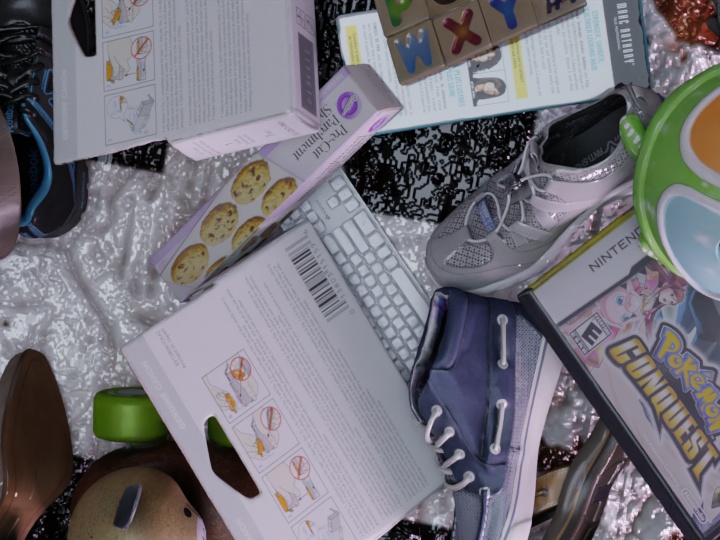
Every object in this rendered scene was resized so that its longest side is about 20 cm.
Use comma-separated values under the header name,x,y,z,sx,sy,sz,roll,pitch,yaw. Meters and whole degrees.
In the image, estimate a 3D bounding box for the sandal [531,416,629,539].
name,x,y,z,sx,sy,sz,roll,pitch,yaw
sandal,0.131,0.150,1.405,0.054,0.082,0.201,28,98,19

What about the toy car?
name,x,y,z,sx,sy,sz,roll,pitch,yaw
toy car,-0.124,0.172,1.366,0.157,0.200,0.165,2,96,5

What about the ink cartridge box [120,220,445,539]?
name,x,y,z,sx,sy,sz,roll,pitch,yaw
ink cartridge box,-0.051,0.095,1.376,0.173,0.043,0.201,-34,96,-34

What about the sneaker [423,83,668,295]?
name,x,y,z,sx,sy,sz,roll,pitch,yaw
sneaker,0.115,-0.061,1.367,0.200,0.082,0.075,-37,55,16

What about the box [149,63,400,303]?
name,x,y,z,sx,sy,sz,roll,pitch,yaw
box,-0.058,-0.056,1.391,0.200,0.039,0.042,-42,80,24

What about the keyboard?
name,x,y,z,sx,sy,sz,roll,pitch,yaw
keyboard,0.000,0.000,1.435,0.056,0.011,0.201,-34,92,7

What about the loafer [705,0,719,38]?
name,x,y,z,sx,sy,sz,roll,pitch,yaw
loafer,0.246,-0.184,1.374,0.063,0.072,0.201,-16,96,27

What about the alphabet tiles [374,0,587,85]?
name,x,y,z,sx,sy,sz,roll,pitch,yaw
alphabet tiles,0.090,-0.231,1.345,0.199,0.008,0.168,-22,74,21

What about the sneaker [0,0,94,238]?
name,x,y,z,sx,sy,sz,roll,pitch,yaw
sneaker,-0.218,-0.121,1.408,0.073,0.082,0.201,-6,93,9

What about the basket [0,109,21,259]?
name,x,y,z,sx,sy,sz,roll,pitch,yaw
basket,-0.325,-0.047,1.326,0.199,0.136,0.181,-9,66,-28

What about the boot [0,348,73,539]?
name,x,y,z,sx,sy,sz,roll,pitch,yaw
boot,-0.269,0.167,1.442,0.146,0.070,0.201,-22,58,30

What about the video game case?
name,x,y,z,sx,sy,sz,roll,pitch,yaw
video game case,0.227,0.045,1.374,0.180,0.025,0.200,-36,91,-18

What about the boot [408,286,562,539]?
name,x,y,z,sx,sy,sz,roll,pitch,yaw
boot,0.067,0.114,1.382,0.090,0.073,0.201,15,82,-22

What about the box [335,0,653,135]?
name,x,y,z,sx,sy,sz,roll,pitch,yaw
box,0.088,-0.142,1.394,0.199,0.049,0.083,-8,94,6

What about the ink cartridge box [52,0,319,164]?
name,x,y,z,sx,sy,sz,roll,pitch,yaw
ink cartridge box,-0.116,-0.170,1.374,0.173,0.044,0.201,-11,71,24

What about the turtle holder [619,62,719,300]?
name,x,y,z,sx,sy,sz,roll,pitch,yaw
turtle holder,0.245,-0.030,1.298,0.140,0.132,0.187,-9,116,-24
